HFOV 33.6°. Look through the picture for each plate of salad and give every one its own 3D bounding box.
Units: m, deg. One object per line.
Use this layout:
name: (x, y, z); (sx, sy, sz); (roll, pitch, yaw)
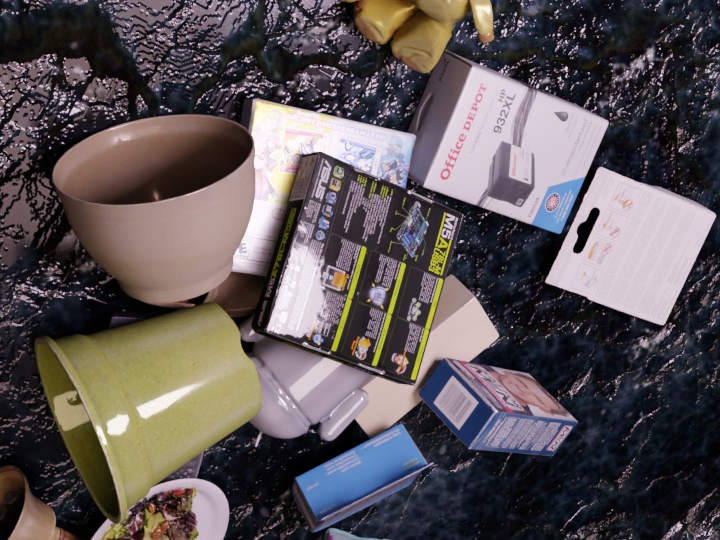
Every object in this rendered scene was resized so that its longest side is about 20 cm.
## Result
plate of salad: (-0.233, 0.328, 1.383); (0.199, 0.048, 0.202); (-24, 134, -27)

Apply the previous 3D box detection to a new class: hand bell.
hand bell: (-0.338, 0.303, 1.349); (0.104, 0.104, 0.200); (-50, 133, 3)

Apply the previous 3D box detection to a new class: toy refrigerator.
toy refrigerator: (0.061, 0.102, 1.432); (0.199, 0.070, 0.076); (-39, 126, -3)

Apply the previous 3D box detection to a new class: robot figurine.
robot figurine: (-0.062, 0.110, 1.344); (0.199, 0.113, 0.170); (-39, 96, -6)

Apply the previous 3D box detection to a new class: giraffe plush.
giraffe plush: (0.085, -0.329, 1.231); (0.173, 0.199, 0.163); (48, 59, -27)

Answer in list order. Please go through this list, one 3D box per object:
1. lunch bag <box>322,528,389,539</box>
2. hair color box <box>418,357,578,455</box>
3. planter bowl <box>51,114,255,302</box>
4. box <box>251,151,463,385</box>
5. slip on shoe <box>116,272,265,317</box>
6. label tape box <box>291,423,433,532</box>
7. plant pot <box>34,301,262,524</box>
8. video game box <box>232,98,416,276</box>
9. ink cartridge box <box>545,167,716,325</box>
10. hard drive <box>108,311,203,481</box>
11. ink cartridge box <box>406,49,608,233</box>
lunch bag: (-0.011, 0.456, 1.483); (0.121, 0.170, 0.202); (15, 105, -19)
hair color box: (0.169, 0.167, 1.441); (0.199, 0.100, 0.061); (15, 115, -52)
planter bowl: (-0.194, -0.054, 1.191); (0.198, 0.200, 0.136); (-17, 122, -15)
box: (0.000, 0.000, 1.277); (0.192, 0.047, 0.202); (21, 80, -28)
slip on shoe: (-0.167, 0.015, 1.303); (0.198, 0.061, 0.077); (12, 106, -26)
label tape box: (-0.002, 0.241, 1.391); (0.143, 0.200, 0.064); (-25, 77, -12)
plant pot: (-0.209, 0.126, 1.224); (0.183, 0.200, 0.202); (-24, 119, -25)
video game box: (-0.048, -0.079, 1.305); (0.198, 0.047, 0.184); (10, 95, -26)
ink cartridge box: (0.335, -0.034, 1.508); (0.198, 0.050, 0.162); (18, 103, -24)
hard drive: (-0.233, 0.141, 1.336); (0.133, 0.042, 0.202); (2, 109, -23)
ink cartridge box: (0.162, -0.145, 1.364); (0.198, 0.084, 0.146); (16, 104, -27)
